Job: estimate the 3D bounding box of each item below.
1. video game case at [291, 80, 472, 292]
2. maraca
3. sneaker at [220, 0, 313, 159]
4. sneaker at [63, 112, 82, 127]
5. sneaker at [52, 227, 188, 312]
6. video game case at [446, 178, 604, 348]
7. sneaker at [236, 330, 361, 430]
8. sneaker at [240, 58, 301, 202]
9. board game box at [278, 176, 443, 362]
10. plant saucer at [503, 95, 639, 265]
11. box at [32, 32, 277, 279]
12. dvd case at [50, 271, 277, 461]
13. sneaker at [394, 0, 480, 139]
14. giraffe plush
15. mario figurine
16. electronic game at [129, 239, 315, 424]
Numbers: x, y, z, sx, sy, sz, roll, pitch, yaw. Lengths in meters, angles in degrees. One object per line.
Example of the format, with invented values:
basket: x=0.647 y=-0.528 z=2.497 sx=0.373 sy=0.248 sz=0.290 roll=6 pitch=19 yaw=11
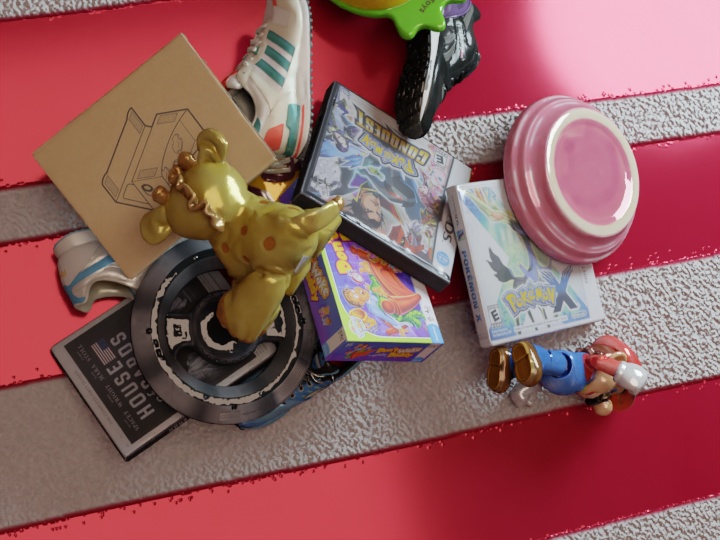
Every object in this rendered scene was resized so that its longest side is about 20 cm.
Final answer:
video game case: x=0.029 y=-0.095 z=1.538 sx=0.199 sy=0.025 sz=0.182 roll=31 pitch=48 yaw=-18
maraca: x=0.029 y=-0.343 z=1.569 sx=0.199 sy=0.107 sz=0.138 roll=35 pitch=82 yaw=15
sneaker: x=-0.102 y=-0.218 z=1.459 sx=0.092 sy=0.070 sz=0.203 roll=1 pitch=80 yaw=-17
sneaker: x=-0.235 y=-0.163 z=1.476 sx=0.198 sy=0.130 sz=0.080 roll=-24 pitch=91 yaw=-16
sneaker: x=-0.224 y=-0.015 z=1.485 sx=0.198 sy=0.077 sz=0.082 roll=-16 pitch=74 yaw=-7
video game case: x=0.193 y=-0.017 z=1.590 sx=0.198 sy=0.022 sz=0.185 roll=-10 pitch=85 yaw=-40
sneaker: x=-0.062 y=0.102 z=1.510 sx=0.199 sy=0.090 sz=0.079 roll=-35 pitch=95 yaw=-16
sneaker: x=-0.101 y=-0.147 z=1.531 sx=0.074 sy=0.090 sz=0.203 roll=-11 pitch=86 yaw=-16
board game box: x=0.000 y=0.000 z=1.502 sx=0.133 sy=0.045 sz=0.202 roll=3 pitch=58 yaw=-38
plant saucer: x=0.256 y=-0.109 z=1.611 sx=0.199 sy=0.051 sz=0.203 roll=8 pitch=76 yaw=-34
box: x=-0.210 y=-0.116 z=1.419 sx=0.199 sy=0.021 sz=0.164 roll=-38 pitch=95 yaw=4
dvd case: x=-0.209 y=0.088 z=1.483 sx=0.199 sy=0.025 sz=0.151 roll=-34 pitch=72 yaw=-17
sneaker: x=0.100 y=-0.237 z=1.593 sx=0.087 sy=0.076 sz=0.202 roll=19 pitch=66 yaw=-21
giraffe plush: x=-0.124 y=-0.042 z=1.354 sx=0.161 sy=0.200 sz=0.173 roll=35 pitch=75 yaw=2
mario figurine: x=0.245 y=0.132 z=1.572 sx=0.198 sy=0.123 sz=0.107 roll=6 pitch=111 yaw=-32
electronic game: x=-0.143 y=0.060 z=1.448 sx=0.197 sy=0.042 sz=0.203 roll=3 pitch=80 yaw=-17
